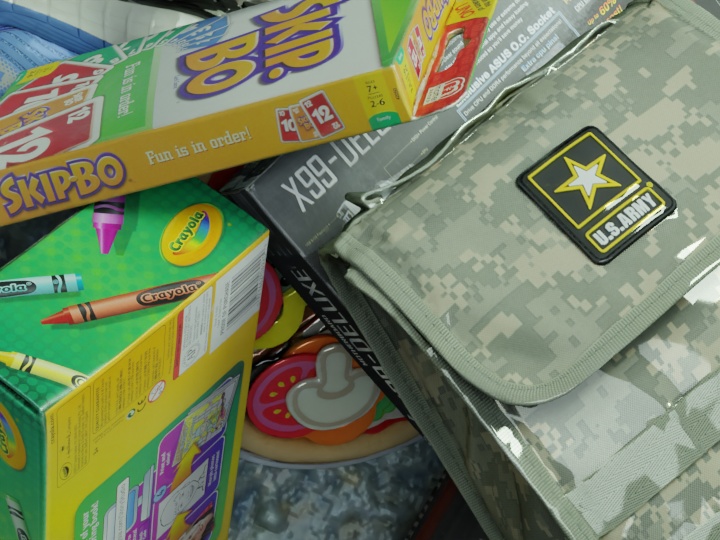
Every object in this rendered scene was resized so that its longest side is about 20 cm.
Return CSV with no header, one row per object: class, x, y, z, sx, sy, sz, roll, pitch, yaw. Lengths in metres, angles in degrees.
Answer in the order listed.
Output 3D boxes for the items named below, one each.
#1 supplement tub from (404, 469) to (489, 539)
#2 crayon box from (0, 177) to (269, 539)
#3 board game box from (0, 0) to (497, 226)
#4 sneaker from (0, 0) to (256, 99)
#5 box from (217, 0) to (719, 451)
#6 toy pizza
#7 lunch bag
supplement tub,0.070,0.131,0.819,0.106,0.107,0.201,32,86,-11
crayon box,-0.100,0.069,0.722,0.058,0.201,0.119,33,50,20
board game box,-0.050,-0.065,0.687,0.198,0.096,0.030,-10,119,19
sneaker,-0.073,-0.069,0.807,0.198,0.079,0.090,15,109,-14
box,0.068,-0.038,0.746,0.200,0.050,0.158,-45,103,-12
toy pizza,0.000,0.000,0.796,0.198,0.032,0.202,-10,119,-19
lunch bag,0.100,0.020,0.673,0.164,0.117,0.201,-38,99,-15
